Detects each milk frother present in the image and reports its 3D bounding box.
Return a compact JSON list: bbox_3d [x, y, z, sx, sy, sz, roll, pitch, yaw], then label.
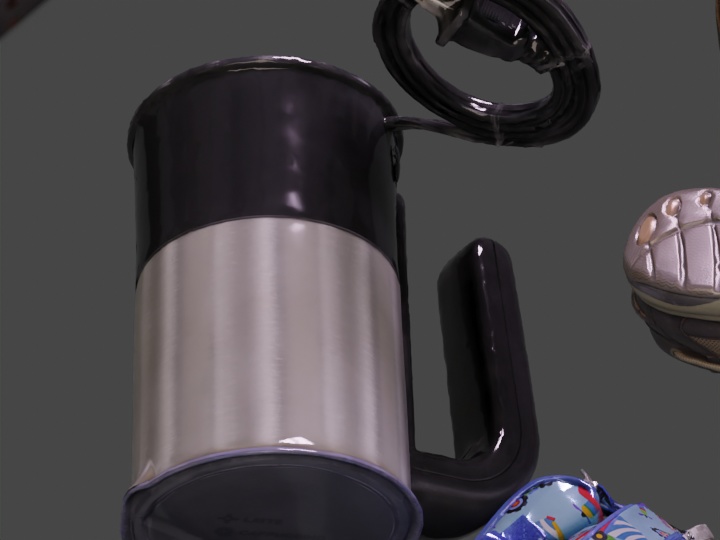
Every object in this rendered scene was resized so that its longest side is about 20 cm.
[{"bbox_3d":[0.000,0.000,1.040,0.180,0.200,0.189,3,56,-9],"label":"milk frother"}]

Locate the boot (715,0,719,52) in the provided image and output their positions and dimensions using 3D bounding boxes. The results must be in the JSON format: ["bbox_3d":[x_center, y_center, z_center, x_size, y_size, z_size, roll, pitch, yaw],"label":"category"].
[{"bbox_3d":[0.224,-0.131,1.140,0.154,0.074,0.201,-13,71,4],"label":"boot"}]

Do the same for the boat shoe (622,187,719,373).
[{"bbox_3d":[0.208,0.018,1.098,0.199,0.073,0.075,14,55,20],"label":"boat shoe"}]

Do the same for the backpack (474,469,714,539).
[{"bbox_3d":[0.075,0.164,1.003,0.134,0.200,0.183,42,81,14],"label":"backpack"}]
